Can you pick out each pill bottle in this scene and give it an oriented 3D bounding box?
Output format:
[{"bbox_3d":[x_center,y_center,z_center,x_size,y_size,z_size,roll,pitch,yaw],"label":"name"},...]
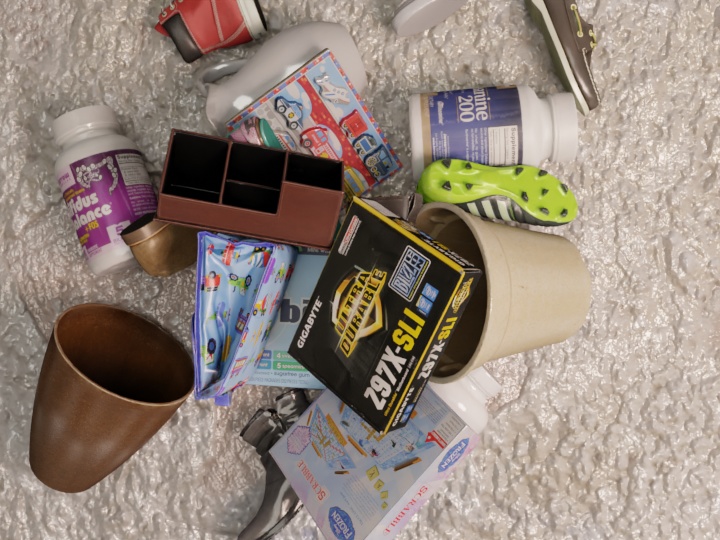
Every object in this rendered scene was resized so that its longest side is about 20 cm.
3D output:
[{"bbox_3d":[0.082,0.188,0.942,0.200,0.111,0.111,-44,87,4],"label":"pill bottle"},{"bbox_3d":[-0.327,-0.104,0.977,0.111,0.112,0.202,-21,89,5],"label":"pill bottle"},{"bbox_3d":[0.160,-0.169,0.930,0.197,0.111,0.113,-4,90,5],"label":"pill bottle"}]

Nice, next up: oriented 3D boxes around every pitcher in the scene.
[{"bbox_3d":[-0.106,-0.245,0.958,0.198,0.122,0.172,-26,49,-4],"label":"pitcher"}]

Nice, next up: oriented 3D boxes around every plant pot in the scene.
[{"bbox_3d":[0.160,0.024,0.884,0.182,0.200,0.203,0,91,-29],"label":"plant pot"},{"bbox_3d":[-0.338,0.179,0.964,0.186,0.187,0.201,35,109,4],"label":"plant pot"}]

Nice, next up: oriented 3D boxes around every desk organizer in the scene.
[{"bbox_3d":[-0.119,-0.088,0.826,0.197,0.072,0.078,10,128,-8],"label":"desk organizer"}]

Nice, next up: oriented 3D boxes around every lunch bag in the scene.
[{"bbox_3d":[-0.143,0.062,0.897,0.093,0.151,0.203,9,91,6],"label":"lunch bag"}]

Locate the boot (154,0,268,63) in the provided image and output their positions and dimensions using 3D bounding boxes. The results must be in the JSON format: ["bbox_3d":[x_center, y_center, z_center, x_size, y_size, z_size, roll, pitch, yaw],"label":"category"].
[{"bbox_3d":[-0.219,-0.383,0.986,0.143,0.072,0.202,-17,93,7],"label":"boot"}]

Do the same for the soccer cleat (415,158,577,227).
[{"bbox_3d":[0.162,-0.090,0.901,0.197,0.081,0.068,10,74,-13],"label":"soccer cleat"}]

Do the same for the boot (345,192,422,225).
[{"bbox_3d":[0.000,0.000,0.904,0.198,0.069,0.177,-10,81,38],"label":"boot"}]

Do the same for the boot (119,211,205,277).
[{"bbox_3d":[-0.208,-0.064,0.959,0.200,0.073,0.076,-42,116,-36],"label":"boot"}]

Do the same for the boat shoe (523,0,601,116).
[{"bbox_3d":[0.260,-0.294,0.938,0.060,0.072,0.203,-23,86,9],"label":"boat shoe"}]

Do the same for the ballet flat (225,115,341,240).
[{"bbox_3d":[-0.097,-0.097,0.907,0.071,0.070,0.200,-22,131,19],"label":"ballet flat"}]

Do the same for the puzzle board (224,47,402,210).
[{"bbox_3d":[-0.050,-0.151,0.930,0.150,0.017,0.200,-35,132,4],"label":"puzzle board"}]

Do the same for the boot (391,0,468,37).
[{"bbox_3d":[0.105,-0.388,0.960,0.199,0.074,0.096,-34,82,-3],"label":"boot"}]

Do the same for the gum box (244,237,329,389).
[{"bbox_3d":[-0.109,0.049,0.992,0.168,0.045,0.203,2,91,5],"label":"gum box"}]

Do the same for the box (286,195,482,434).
[{"bbox_3d":[0.020,0.047,0.814,0.159,0.049,0.202,35,110,29],"label":"box"}]

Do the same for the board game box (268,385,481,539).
[{"bbox_3d":[0.009,0.203,0.876,0.200,0.200,0.041,-47,130,-1],"label":"board game box"}]

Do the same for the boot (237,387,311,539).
[{"bbox_3d":[-0.116,0.259,0.992,0.200,0.070,0.132,-44,83,-6],"label":"boot"}]
